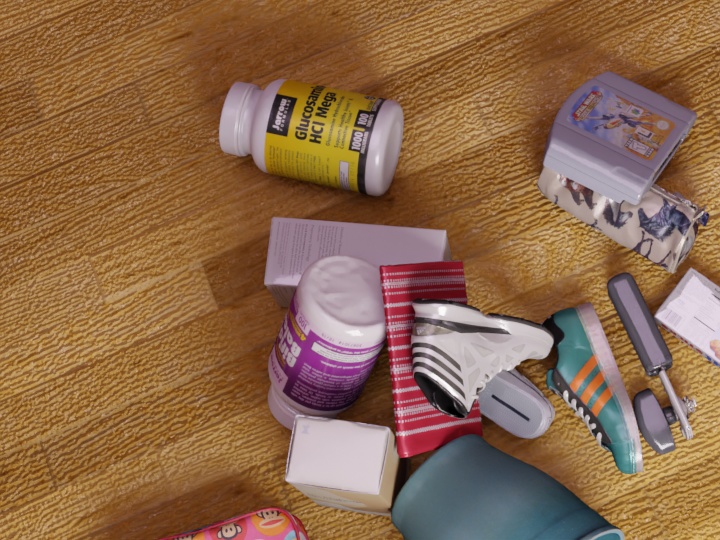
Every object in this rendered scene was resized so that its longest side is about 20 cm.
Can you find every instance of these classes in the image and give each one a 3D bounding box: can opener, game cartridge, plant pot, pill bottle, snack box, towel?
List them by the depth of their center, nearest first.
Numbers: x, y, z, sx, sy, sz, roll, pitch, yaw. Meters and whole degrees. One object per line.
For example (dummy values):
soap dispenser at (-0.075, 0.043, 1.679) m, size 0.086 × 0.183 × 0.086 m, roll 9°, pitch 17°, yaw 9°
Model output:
plant pot at (0.140, 0.279, 1.584) m, size 0.200 × 0.200 × 0.188 m, roll -43°, pitch 62°, yaw -5°
towel at (0.073, 0.092, 1.599) m, size 0.022 × 0.144 × 0.202 m, roll -7°, pitch 88°, yaw 38°
pill bottle at (-0.038, 0.086, 1.644) m, size 0.112 × 0.201 × 0.113 m, roll 12°, pitch 45°, yaw -12°
can opener at (0.315, 0.100, 1.671) m, size 0.066 × 0.053 × 0.201 m, roll -20°, pitch 73°, yaw 3°
snack box at (0.426, 0.084, 1.674) m, size 0.200 × 0.024 × 0.072 m, roll 37°, pitch 82°, yaw 15°
game cartridge at (0.286, -0.153, 1.693) m, size 0.133 × 0.042 × 0.200 m, roll 31°, pitch 42°, yaw 11°
pill bottle at (-0.057, -0.159, 1.760) m, size 0.199 × 0.112 × 0.113 m, roll 12°, pitch 77°, yaw 11°

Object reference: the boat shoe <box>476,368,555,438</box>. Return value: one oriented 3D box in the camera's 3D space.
boat shoe at (0.128, 0.120, 1.687) m, size 0.200 × 0.067 × 0.074 m, roll 40°, pitch 104°, yaw 16°

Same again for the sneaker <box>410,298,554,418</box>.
sneaker at (0.122, 0.101, 1.599) m, size 0.075 × 0.200 × 0.116 m, roll 2°, pitch 81°, yaw 48°

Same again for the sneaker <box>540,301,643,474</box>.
sneaker at (0.250, 0.137, 1.665) m, size 0.079 × 0.071 × 0.201 m, roll -19°, pitch 65°, yaw 3°

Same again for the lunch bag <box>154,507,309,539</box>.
lunch bag at (-0.141, 0.363, 1.650) m, size 0.199 × 0.082 × 0.177 m, roll -15°, pitch 74°, yaw 3°

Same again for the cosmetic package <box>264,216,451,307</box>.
cosmetic package at (0.000, 0.000, 1.714) m, size 0.198 × 0.108 × 0.085 m, roll 4°, pitch 74°, yaw 7°

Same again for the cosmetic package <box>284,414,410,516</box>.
cosmetic package at (-0.010, 0.211, 1.610) m, size 0.104 × 0.200 × 0.072 m, roll 7°, pitch 76°, yaw 12°

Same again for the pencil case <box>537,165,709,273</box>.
pencil case at (0.291, -0.083, 1.707) m, size 0.199 × 0.078 × 0.090 m, roll 32°, pitch 117°, yaw 15°
